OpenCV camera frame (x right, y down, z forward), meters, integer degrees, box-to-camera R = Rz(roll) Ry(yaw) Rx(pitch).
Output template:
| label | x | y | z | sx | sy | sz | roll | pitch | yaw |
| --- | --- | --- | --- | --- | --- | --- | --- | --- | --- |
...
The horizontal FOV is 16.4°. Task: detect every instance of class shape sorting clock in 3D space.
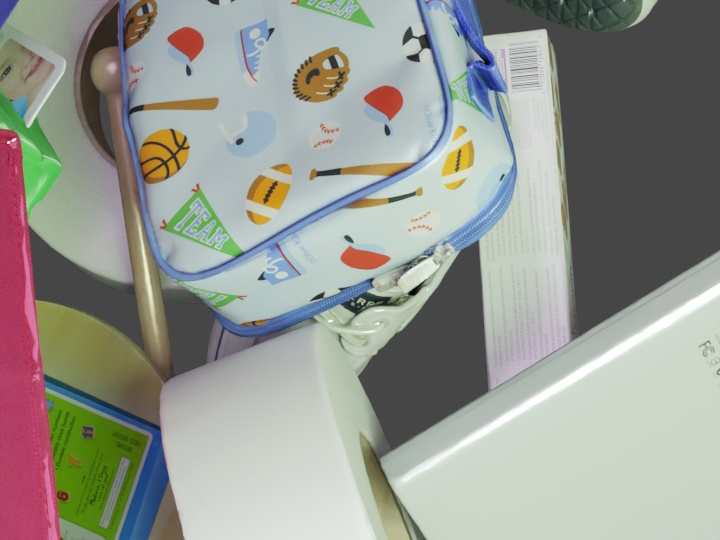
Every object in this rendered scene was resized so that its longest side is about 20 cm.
| label | x | y | z | sx | sy | sz | roll | pitch | yaw |
| --- | --- | --- | --- | --- | --- | --- | --- | --- | --- |
| shape sorting clock | -0.153 | 0.113 | 1.114 | 0.199 | 0.039 | 0.201 | 0 | 89 | 21 |

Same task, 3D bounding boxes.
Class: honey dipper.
| label | x | y | z | sx | sy | sz | roll | pitch | yaw |
| --- | --- | --- | --- | --- | --- | --- | --- | --- | --- |
| honey dipper | -0.097 | 0.001 | 1.109 | 0.038 | 0.038 | 0.201 | -8 | 99 | 8 |

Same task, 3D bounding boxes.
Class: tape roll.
| label | x | y | z | sx | sy | sz | roll | pitch | yaw |
| --- | --- | --- | --- | --- | --- | --- | --- | --- | --- |
| tape roll | -0.076 | -0.086 | 1.162 | 0.202 | 0.037 | 0.203 | -2 | 77 | 10 |
| tape roll | -0.012 | 0.125 | 1.019 | 0.071 | 0.202 | 0.203 | -21 | 75 | 4 |

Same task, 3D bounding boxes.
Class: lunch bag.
| label | x | y | z | sx | sy | sz | roll | pitch | yaw |
| --- | --- | --- | --- | --- | --- | --- | --- | --- | --- |
| lunch bag | -0.017 | -0.074 | 1.037 | 0.160 | 0.076 | 0.200 | -26 | 53 | 16 |

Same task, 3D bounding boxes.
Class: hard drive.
| label | x | y | z | sx | sy | sz | roll | pitch | yaw |
| --- | --- | --- | --- | --- | --- | --- | --- | --- | --- |
| hard drive | 0.123 | 0.074 | 1.051 | 0.200 | 0.132 | 0.026 | -31 | 36 | 2 |

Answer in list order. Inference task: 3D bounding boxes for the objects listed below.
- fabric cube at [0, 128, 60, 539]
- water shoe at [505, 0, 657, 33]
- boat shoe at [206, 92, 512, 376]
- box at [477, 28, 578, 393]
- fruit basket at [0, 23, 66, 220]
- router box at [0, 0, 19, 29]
| label | x | y | z | sx | sy | sz | roll | pitch | yaw |
| --- | --- | --- | --- | --- | --- | --- | --- | --- | --- |
| fabric cube | -0.254 | 0.050 | 0.943 | 0.199 | 0.196 | 0.201 | -12 | 79 | 28 |
| water shoe | 0.059 | -0.175 | 1.154 | 0.200 | 0.072 | 0.079 | 30 | 56 | 16 |
| boat shoe | 0.000 | 0.000 | 1.087 | 0.072 | 0.066 | 0.200 | 37 | 104 | -14 |
| box | 0.074 | -0.007 | 1.117 | 0.041 | 0.039 | 0.201 | -7 | 77 | 10 |
| fruit basket | -0.234 | -0.051 | 1.132 | 0.200 | 0.094 | 0.185 | 34 | 90 | 40 |
| router box | -0.232 | -0.147 | 1.123 | 0.179 | 0.200 | 0.049 | -6 | 118 | 12 |
